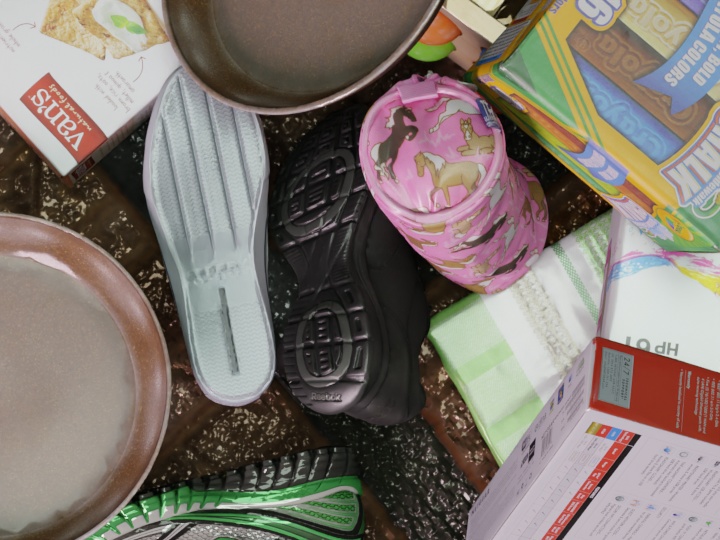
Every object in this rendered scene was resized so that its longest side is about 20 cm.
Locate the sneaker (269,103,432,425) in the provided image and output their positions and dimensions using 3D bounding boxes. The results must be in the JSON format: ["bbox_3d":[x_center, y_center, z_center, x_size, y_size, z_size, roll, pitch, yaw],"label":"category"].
[{"bbox_3d":[0.000,0.000,1.723,0.076,0.091,0.200,-16,62,34],"label":"sneaker"}]

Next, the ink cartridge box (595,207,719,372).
[{"bbox_3d":[0.212,0.015,1.693,0.144,0.085,0.201,8,86,1],"label":"ink cartridge box"}]

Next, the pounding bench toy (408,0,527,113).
[{"bbox_3d":[0.066,-0.199,1.714,0.200,0.124,0.156,36,85,1],"label":"pounding bench toy"}]

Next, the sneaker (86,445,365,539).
[{"bbox_3d":[-0.092,0.161,1.699,0.200,0.078,0.085,-13,86,-4],"label":"sneaker"}]

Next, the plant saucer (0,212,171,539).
[{"bbox_3d":[-0.206,0.068,1.643,0.200,0.032,0.201,1,75,-5],"label":"plant saucer"}]

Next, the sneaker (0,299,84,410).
[{"bbox_3d":[-0.227,0.035,1.706,0.200,0.079,0.079,33,85,3],"label":"sneaker"}]

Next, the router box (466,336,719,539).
[{"bbox_3d":[0.173,0.131,1.642,0.179,0.200,0.049,17,53,-11],"label":"router box"}]

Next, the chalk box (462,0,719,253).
[{"bbox_3d":[0.176,-0.088,1.592,0.200,0.125,0.124,40,85,-5],"label":"chalk box"}]

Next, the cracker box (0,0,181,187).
[{"bbox_3d":[-0.143,-0.165,1.736,0.200,0.058,0.134,-42,88,-5],"label":"cracker box"}]

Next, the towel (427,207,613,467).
[{"bbox_3d":[0.156,0.045,1.748,0.200,0.031,0.149,-29,84,-2],"label":"towel"}]

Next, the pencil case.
[{"bbox_3d":[0.055,-0.046,1.660,0.083,0.200,0.087,38,87,17],"label":"pencil case"}]

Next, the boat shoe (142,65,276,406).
[{"bbox_3d":[-0.090,-0.021,1.717,0.073,0.067,0.201,-3,90,-9],"label":"boat shoe"}]

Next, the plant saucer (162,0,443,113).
[{"bbox_3d":[-0.021,-0.178,1.648,0.200,0.032,0.201,-13,66,30],"label":"plant saucer"}]
